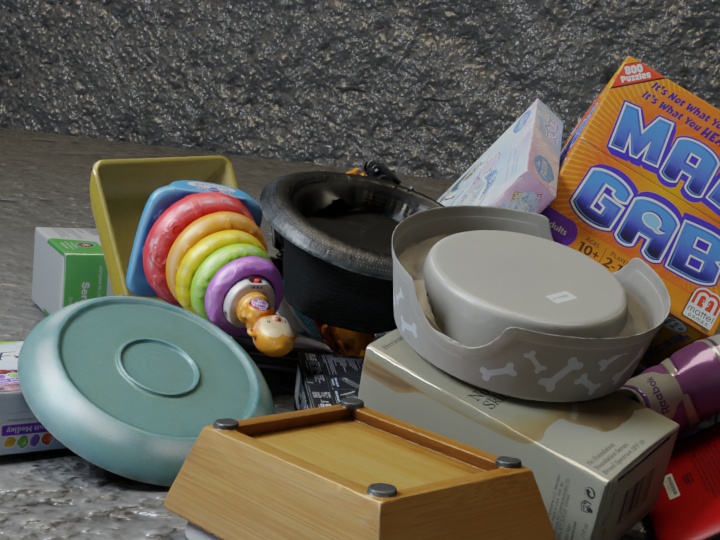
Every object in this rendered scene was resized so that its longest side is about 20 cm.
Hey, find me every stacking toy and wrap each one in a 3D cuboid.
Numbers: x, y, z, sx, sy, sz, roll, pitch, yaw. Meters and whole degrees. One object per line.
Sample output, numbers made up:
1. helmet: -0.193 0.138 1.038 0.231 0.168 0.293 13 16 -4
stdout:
1. stacking toy: -0.107 0.013 1.149 0.115 0.111 0.200 7 23 -33

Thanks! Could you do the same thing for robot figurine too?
1. robot figurine: 0.000 0.000 1.244 0.144 0.202 0.058 -27 16 -8

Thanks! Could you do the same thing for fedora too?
1. fedora: 0.002 -0.006 1.129 0.198 0.092 0.201 16 24 -7

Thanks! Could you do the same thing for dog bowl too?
1. dog bowl: 0.113 0.022 0.966 0.198 0.059 0.201 9 26 -4

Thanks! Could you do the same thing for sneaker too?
1. sneaker: -0.060 0.033 1.377 0.080 0.077 0.200 5 -15 19
2. sneaker: 0.234 0.110 1.100 0.113 0.073 0.201 -25 -22 -3

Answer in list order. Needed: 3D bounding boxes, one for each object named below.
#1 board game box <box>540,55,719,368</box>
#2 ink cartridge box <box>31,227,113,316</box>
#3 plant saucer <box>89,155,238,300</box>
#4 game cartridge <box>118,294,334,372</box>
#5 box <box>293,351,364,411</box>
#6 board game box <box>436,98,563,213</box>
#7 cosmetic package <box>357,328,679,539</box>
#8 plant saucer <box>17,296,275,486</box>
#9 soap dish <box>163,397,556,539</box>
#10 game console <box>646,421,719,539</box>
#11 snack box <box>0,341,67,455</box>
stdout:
1. board game box: 0.280 -0.050 1.381 0.199 0.201 0.200 31 -14 2
2. ink cartridge box: -0.237 0.007 1.474 0.198 0.085 0.146 1 11 -25
3. plant saucer: -0.182 -0.007 1.354 0.048 0.202 0.199 -19 -6 34
4. game cartridge: -0.117 0.062 1.250 0.129 0.039 0.199 14 0 35
5. box: 0.031 0.115 1.095 0.156 0.050 0.200 4 10 -8
6. board game box: 0.115 -0.056 1.352 0.043 0.199 0.200 39 26 -9
7. cosmetic package: 0.103 0.106 0.944 0.199 0.072 0.105 27 33 30
8. plant saucer: -0.152 0.079 1.022 0.198 0.028 0.201 19 31 -12
9. soap dish: 0.000 0.142 0.838 0.156 0.082 0.199 -4 12 -42
10. game console: 0.298 0.179 0.968 0.171 0.120 0.200 -25 6 9
11. snack box: -0.226 0.093 1.077 0.198 0.054 0.142 -1 10 -38
